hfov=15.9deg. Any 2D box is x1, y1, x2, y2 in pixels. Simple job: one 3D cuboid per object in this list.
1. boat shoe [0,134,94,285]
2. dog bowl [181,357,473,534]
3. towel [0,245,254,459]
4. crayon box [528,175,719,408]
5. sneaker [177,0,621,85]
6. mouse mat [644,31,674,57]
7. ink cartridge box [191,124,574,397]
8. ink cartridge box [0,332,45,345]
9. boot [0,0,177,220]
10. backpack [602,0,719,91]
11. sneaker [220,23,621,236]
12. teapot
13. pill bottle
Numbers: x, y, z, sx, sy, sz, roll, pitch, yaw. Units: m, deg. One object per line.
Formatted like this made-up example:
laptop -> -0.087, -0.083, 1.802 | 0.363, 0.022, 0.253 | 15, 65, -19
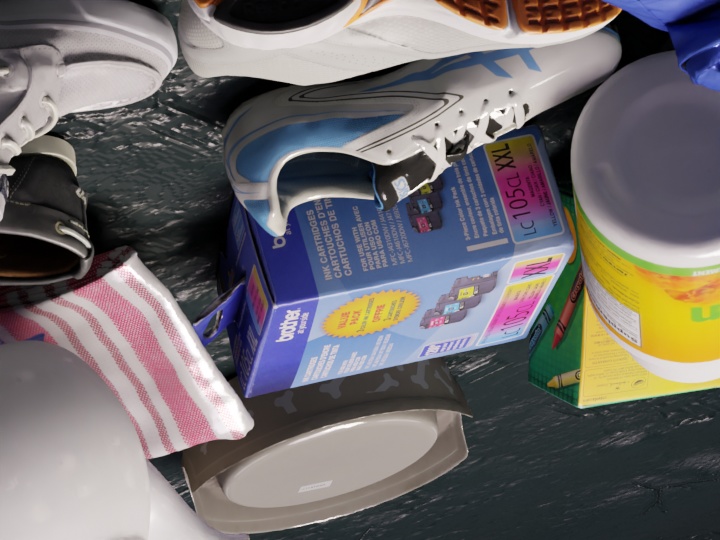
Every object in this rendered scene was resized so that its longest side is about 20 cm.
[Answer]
boat shoe -> -0.221, -0.015, 1.180 | 0.199, 0.068, 0.072 | -7, 159, -20
dog bowl -> -0.024, 0.104, 1.642 | 0.199, 0.059, 0.200 | -14, 159, -6
towel -> -0.172, 0.065, 1.354 | 0.199, 0.030, 0.147 | -16, 135, 20
crayon box -> 0.194, 0.003, 1.457 | 0.199, 0.120, 0.058 | -6, -164, -26
sneaker -> 0.014, -0.119, 1.109 | 0.199, 0.076, 0.092 | -2, 163, -17
mouse mat -> 0.218, -0.076, 1.291 | 0.008, 0.160, 0.200 | -56, 179, -31
ink cartridge box -> 0.000, 0.000, 1.378 | 0.199, 0.077, 0.137 | -10, 158, -13
ink cartridge box -> -0.244, 0.097, 1.297 | 0.119, 0.042, 0.200 | -21, 157, -44
boot -> -0.158, -0.060, 1.071 | 0.199, 0.096, 0.074 | -3, 155, -32
backpack -> 0.161, -0.152, 0.994 | 0.162, 0.169, 0.200 | -32, 151, 20
sneaker -> 0.033, -0.069, 1.232 | 0.199, 0.073, 0.072 | -18, 158, 0
teapot -> -0.175, 0.142, 1.240 | 0.200, 0.146, 0.197 | -38, 163, -2
pill bottle -> 0.165, -0.017, 1.293 | 0.110, 0.112, 0.200 | -17, 155, 0
